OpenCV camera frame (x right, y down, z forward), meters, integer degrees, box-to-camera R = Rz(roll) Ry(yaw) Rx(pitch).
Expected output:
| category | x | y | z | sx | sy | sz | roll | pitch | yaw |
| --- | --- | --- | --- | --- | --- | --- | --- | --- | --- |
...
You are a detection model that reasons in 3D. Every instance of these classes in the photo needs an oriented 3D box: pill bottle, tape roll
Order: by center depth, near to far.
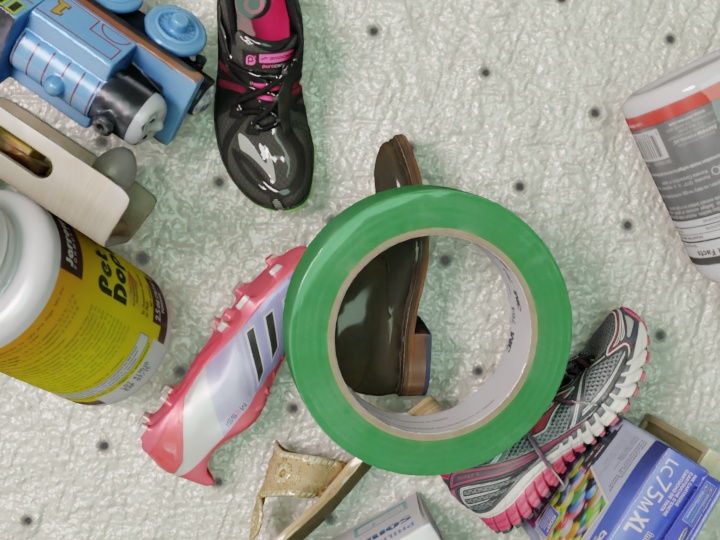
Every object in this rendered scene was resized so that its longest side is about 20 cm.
| category | x | y | z | sx | sy | sz | roll | pitch | yaw |
| --- | --- | --- | --- | --- | --- | --- | --- | --- | --- |
| pill bottle | -0.219 | 0.017 | 0.713 | 0.109 | 0.200 | 0.109 | -8 | 68 | 19 |
| tape roll | 0.046 | 0.041 | 0.752 | 0.200 | 0.048 | 0.201 | -2 | 100 | -10 |
| pill bottle | 0.288 | -0.061 | 0.799 | 0.116 | 0.116 | 0.200 | -27 | 97 | -2 |

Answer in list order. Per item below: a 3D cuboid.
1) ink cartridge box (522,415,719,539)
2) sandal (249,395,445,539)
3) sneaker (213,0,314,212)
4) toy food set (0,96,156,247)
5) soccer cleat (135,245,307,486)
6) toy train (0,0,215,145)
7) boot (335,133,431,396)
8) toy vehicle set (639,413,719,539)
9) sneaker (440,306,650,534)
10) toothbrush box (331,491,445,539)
| category | x | y | z | sx | sy | sz | roll | pitch | yaw |
| --- | --- | --- | --- | --- | --- | --- | --- | --- | --- |
| ink cartridge box | 0.180 | 0.169 | 0.766 | 0.042 | 0.200 | 0.119 | 32 | 91 | -7 |
| sandal | -0.036 | 0.152 | 0.821 | 0.212 | 0.078 | 0.070 | -39 | 76 | -3 |
| sneaker | -0.075 | -0.140 | 0.779 | 0.077 | 0.084 | 0.200 | -9 | 95 | -3 |
| toy food set | -0.207 | -0.081 | 0.714 | 0.143 | 0.200 | 0.060 | 34 | 88 | -7 |
| soccer cleat | -0.088 | 0.071 | 0.807 | 0.076 | 0.067 | 0.200 | 38 | 93 | -14 |
| toy train | -0.199 | -0.162 | 0.746 | 0.200 | 0.087 | 0.114 | 36 | 47 | -4 |
| boot | 0.000 | 0.000 | 0.801 | 0.097 | 0.075 | 0.200 | -4 | 97 | -7 |
| toy vehicle set | 0.197 | 0.210 | 0.809 | 0.027 | 0.124 | 0.200 | 31 | 92 | -6 |
| sneaker | 0.144 | 0.107 | 0.819 | 0.075 | 0.081 | 0.200 | 40 | 91 | -4 |
| toothbrush box | 0.033 | 0.298 | 0.821 | 0.146 | 0.085 | 0.200 | -30 | 97 | -1 |
